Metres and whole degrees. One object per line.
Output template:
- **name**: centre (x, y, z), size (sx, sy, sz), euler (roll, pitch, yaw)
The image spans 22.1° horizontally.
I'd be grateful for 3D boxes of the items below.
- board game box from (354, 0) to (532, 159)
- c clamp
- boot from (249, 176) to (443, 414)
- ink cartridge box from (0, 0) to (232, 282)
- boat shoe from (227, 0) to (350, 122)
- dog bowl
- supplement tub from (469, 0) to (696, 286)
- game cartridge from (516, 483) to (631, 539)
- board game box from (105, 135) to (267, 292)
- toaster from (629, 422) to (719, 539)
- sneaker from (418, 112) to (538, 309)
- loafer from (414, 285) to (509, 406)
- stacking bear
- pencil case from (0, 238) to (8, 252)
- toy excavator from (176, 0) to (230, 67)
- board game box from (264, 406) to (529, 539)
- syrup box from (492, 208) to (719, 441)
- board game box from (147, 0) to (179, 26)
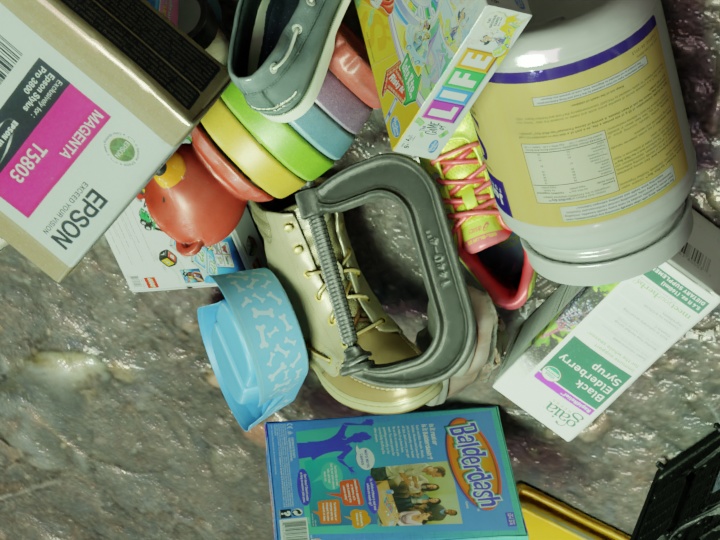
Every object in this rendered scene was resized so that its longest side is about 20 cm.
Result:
- **board game box**: centre (0.046, -0.193, 1.227), size (0.034, 0.200, 0.135), euler (9, 136, -26)
- **c clamp**: centre (0.000, 0.000, 1.380), size (0.171, 0.027, 0.201), euler (-24, 81, 26)
- **boot**: centre (-0.016, 0.014, 1.447), size (0.200, 0.073, 0.156), euler (35, 144, 51)
- **ink cartridge box**: centre (-0.212, -0.111, 1.276), size (0.165, 0.075, 0.200), euler (40, 129, -7)
- **boat shoe**: centre (-0.044, -0.204, 1.260), size (0.073, 0.201, 0.062), euler (7, 168, 34)
- **dog bowl**: centre (-0.087, 0.061, 1.509), size (0.200, 0.049, 0.112), euler (117, 130, -71)
- **supplement tub**: centre (0.152, -0.105, 1.278), size (0.145, 0.146, 0.200), euler (-3, 124, 25)
- **game cartridge**: centre (0.179, 0.294, 1.655), size (0.176, 0.032, 0.200), euler (27, 134, 2)
- **board game box**: centre (-0.167, -0.074, 1.509), size (0.126, 0.035, 0.200), euler (-4, 124, 26)
- **toaster**: centre (0.297, 0.205, 1.424), size (0.119, 0.200, 0.181), euler (42, 130, -6)
- **sneaker**: centre (0.089, -0.057, 1.371), size (0.078, 0.090, 0.200), euler (-21, 118, 18)
- **loafer**: centre (0.086, 0.053, 1.445), size (0.063, 0.072, 0.200), euler (-12, 163, -12)
- **stacking bear**: centre (-0.076, -0.099, 1.347), size (0.200, 0.122, 0.114), euler (-43, 146, 9)
- **pencil case**: centre (-0.337, -0.032, 1.577), size (0.078, 0.090, 0.200), euler (41, 129, -11)
- **toy excavator**: centre (-0.210, -0.180, 1.399), size (0.194, 0.200, 0.100), euler (-36, 152, 1)
- **board game box**: centre (0.026, 0.182, 1.505), size (0.199, 0.152, 0.045), euler (-3, 129, -4)
- **syrup box**: centre (0.193, 0.036, 1.413), size (0.079, 0.082, 0.200), euler (36, 130, -5)
- **board game box**: centre (-0.198, -0.255, 1.307), size (0.153, 0.040, 0.201), euler (5, 92, 19)
